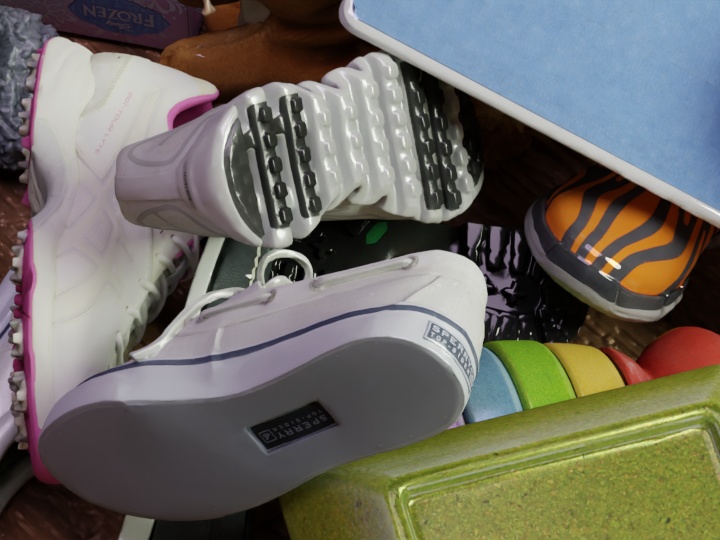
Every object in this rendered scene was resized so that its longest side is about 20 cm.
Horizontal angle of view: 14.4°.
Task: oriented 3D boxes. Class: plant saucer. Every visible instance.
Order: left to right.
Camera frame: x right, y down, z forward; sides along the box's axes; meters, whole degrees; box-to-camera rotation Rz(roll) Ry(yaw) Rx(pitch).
[{"bbox_3d":[0.090,0.135,1.068,0.199,0.048,0.201,-12,66,-14],"label":"plant saucer"}]

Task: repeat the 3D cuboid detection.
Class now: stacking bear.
[{"bbox_3d":[0.084,0.075,1.187,0.199,0.122,0.114,-9,53,-14],"label":"stacking bear"}]

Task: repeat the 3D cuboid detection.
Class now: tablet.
[{"bbox_3d":[0.100,-0.107,1.194,0.199,0.014,0.131,27,63,-3],"label":"tablet"}]

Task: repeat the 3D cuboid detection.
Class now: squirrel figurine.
[{"bbox_3d":[0.005,-0.122,1.292,0.199,0.187,0.142,5,51,5],"label":"squirrel figurine"}]

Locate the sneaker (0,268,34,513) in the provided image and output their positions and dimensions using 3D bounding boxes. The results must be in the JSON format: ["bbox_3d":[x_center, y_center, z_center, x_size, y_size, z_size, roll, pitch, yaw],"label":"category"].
[{"bbox_3d":[-0.135,0.044,1.245,0.071,0.073,0.200,32,67,13],"label":"sneaker"}]

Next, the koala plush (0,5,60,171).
[{"bbox_3d":[-0.231,-0.055,1.266,0.183,0.178,0.201,-11,51,7],"label":"koala plush"}]

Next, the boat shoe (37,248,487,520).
[{"bbox_3d":[-0.035,0.032,1.095,0.201,0.075,0.086,-21,31,36],"label":"boat shoe"}]

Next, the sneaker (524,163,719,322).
[{"bbox_3d":[0.141,-0.054,1.233,0.077,0.112,0.200,36,28,8],"label":"sneaker"}]

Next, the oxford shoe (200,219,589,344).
[{"bbox_3d":[0.000,0.000,1.265,0.199,0.084,0.073,21,81,2],"label":"oxford shoe"}]

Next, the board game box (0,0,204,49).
[{"bbox_3d":[-0.154,-0.211,1.459,0.199,0.044,0.200,10,53,9],"label":"board game box"}]

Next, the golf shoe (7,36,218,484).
[{"bbox_3d":[-0.102,-0.006,1.192,0.091,0.075,0.201,4,66,-6],"label":"golf shoe"}]

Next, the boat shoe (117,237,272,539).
[{"bbox_3d":[-0.056,0.069,1.188,0.060,0.076,0.201,13,84,5],"label":"boat shoe"}]

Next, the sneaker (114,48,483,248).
[{"bbox_3d":[-0.021,-0.048,1.171,0.081,0.076,0.199,-8,0,37],"label":"sneaker"}]
